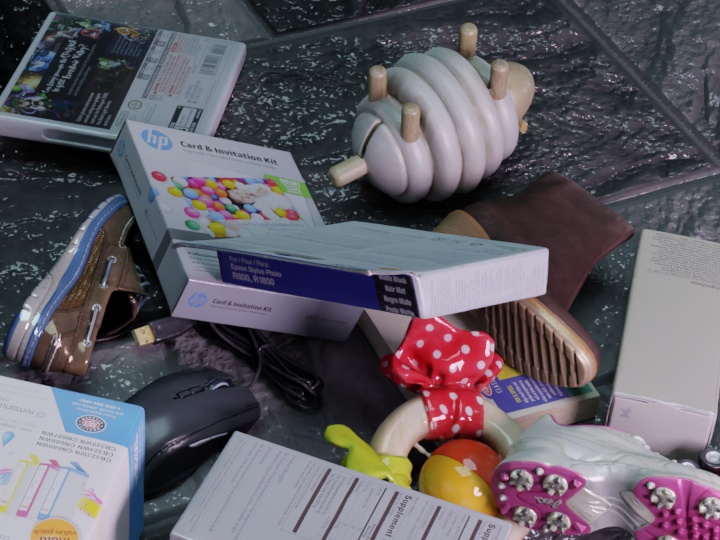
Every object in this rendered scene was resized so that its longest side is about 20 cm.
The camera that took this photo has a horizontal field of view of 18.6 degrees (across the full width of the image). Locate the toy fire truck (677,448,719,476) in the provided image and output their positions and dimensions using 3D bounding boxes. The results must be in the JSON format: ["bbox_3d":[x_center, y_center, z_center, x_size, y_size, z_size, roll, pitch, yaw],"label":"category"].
[{"bbox_3d":[0.280,0.189,1.562,0.200,0.049,0.141,-20,48,-29],"label":"toy fire truck"}]

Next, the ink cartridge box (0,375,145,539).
[{"bbox_3d":[-0.229,0.186,1.439,0.129,0.125,0.200,12,40,6],"label":"ink cartridge box"}]

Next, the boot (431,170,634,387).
[{"bbox_3d":[0.155,-0.002,1.707,0.166,0.072,0.200,-28,48,-30],"label":"boot"}]

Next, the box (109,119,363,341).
[{"bbox_3d":[-0.099,-0.032,1.735,0.156,0.041,0.200,10,34,-30],"label":"box"}]

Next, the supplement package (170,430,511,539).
[{"bbox_3d":[-0.016,0.207,1.453,0.200,0.114,0.110,17,40,13],"label":"supplement package"}]

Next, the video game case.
[{"bbox_3d":[-0.205,-0.158,1.899,0.182,0.023,0.200,10,34,3],"label":"video game case"}]

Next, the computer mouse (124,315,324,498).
[{"bbox_3d":[-0.137,0.082,1.631,0.200,0.046,0.140,-26,52,-32],"label":"computer mouse"}]

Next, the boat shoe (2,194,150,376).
[{"bbox_3d":[-0.203,0.018,1.688,0.072,0.072,0.200,28,41,0],"label":"boat shoe"}]

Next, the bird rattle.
[{"bbox_3d":[0.055,0.135,1.569,0.163,0.113,0.200,41,51,4],"label":"bird rattle"}]

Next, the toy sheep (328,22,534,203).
[{"bbox_3d":[0.058,-0.121,1.828,0.200,0.138,0.138,-23,48,-18],"label":"toy sheep"}]

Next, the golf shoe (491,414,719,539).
[{"bbox_3d":[0.194,0.144,1.516,0.200,0.075,0.092,13,36,11],"label":"golf shoe"}]

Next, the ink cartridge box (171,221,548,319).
[{"bbox_3d":[0.000,0.000,1.594,0.200,0.041,0.200,9,11,42],"label":"ink cartridge box"}]

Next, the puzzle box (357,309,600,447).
[{"bbox_3d":[0.080,0.055,1.707,0.133,0.025,0.200,-12,44,-21],"label":"puzzle box"}]

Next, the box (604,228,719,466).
[{"bbox_3d":[0.238,0.059,1.691,0.082,0.068,0.200,12,41,7],"label":"box"}]
